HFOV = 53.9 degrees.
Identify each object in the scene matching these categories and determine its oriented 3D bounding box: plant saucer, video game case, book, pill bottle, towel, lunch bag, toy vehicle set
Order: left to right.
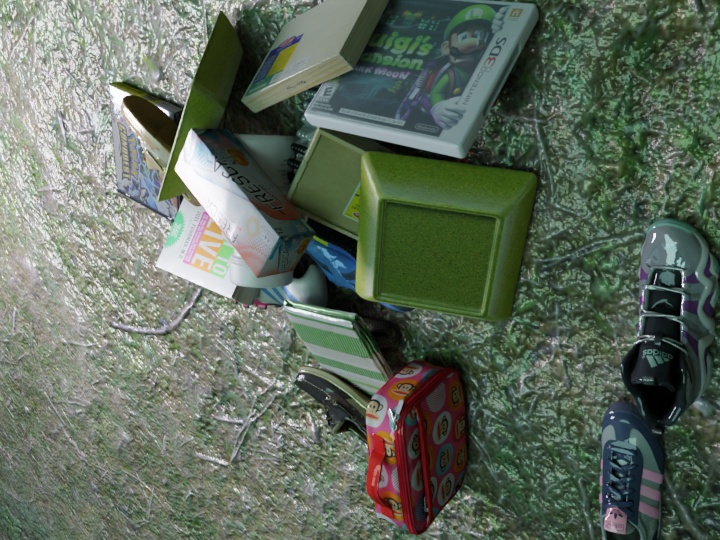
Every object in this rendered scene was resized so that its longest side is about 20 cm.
[{"bbox_3d":[-0.356,-0.197,1.199,0.179,0.025,0.202,26,125,29],"label":"video game case"},{"bbox_3d":[-0.214,-0.219,0.975,0.047,0.202,0.200,18,133,-15],"label":"plant saucer"},{"bbox_3d":[-0.225,-0.039,1.105,0.198,0.048,0.135,18,85,38],"label":"book"},{"bbox_3d":[-0.134,-0.084,0.973,0.113,0.114,0.203,10,103,37],"label":"pill bottle"},{"bbox_3d":[-0.018,0.120,1.005,0.151,0.023,0.201,9,142,41],"label":"towel"},{"bbox_3d":[0.018,-0.088,0.855,0.198,0.027,0.125,25,132,-11],"label":"toy vehicle set"},{"bbox_3d":[0.068,0.236,0.935,0.081,0.176,0.203,9,117,37],"label":"lunch bag"},{"bbox_3d":[0.060,-0.214,0.743,0.198,0.183,0.023,19,161,33],"label":"video game case"},{"bbox_3d":[0.088,-0.025,0.817,0.197,0.048,0.202,9,124,9],"label":"plant saucer"}]

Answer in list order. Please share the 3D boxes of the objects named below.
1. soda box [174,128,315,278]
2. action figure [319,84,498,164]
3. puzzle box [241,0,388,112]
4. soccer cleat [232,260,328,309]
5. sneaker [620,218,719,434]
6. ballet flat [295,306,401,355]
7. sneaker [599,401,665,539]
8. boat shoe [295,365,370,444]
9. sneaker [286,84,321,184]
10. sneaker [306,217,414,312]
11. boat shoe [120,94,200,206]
[{"bbox_3d":[-0.144,-0.086,0.865,0.200,0.063,0.069,49,124,23],"label":"soda box"},{"bbox_3d":[0.055,-0.164,0.790,0.197,0.065,0.100,-3,78,16],"label":"action figure"},{"bbox_3d":[-0.053,-0.263,0.825,0.025,0.134,0.199,38,154,-31],"label":"puzzle box"},{"bbox_3d":[-0.124,0.018,1.084,0.198,0.069,0.088,6,94,39],"label":"soccer cleat"},{"bbox_3d":[0.293,0.062,0.681,0.077,0.139,0.203,-1,110,41],"label":"sneaker"},{"bbox_3d":[-0.030,0.094,1.042,0.198,0.046,0.068,6,116,38],"label":"ballet flat"},{"bbox_3d":[0.304,0.252,0.805,0.070,0.082,0.203,1,111,40],"label":"sneaker"},{"bbox_3d":[-0.022,0.213,1.055,0.199,0.066,0.072,28,155,17],"label":"boat shoe"},{"bbox_3d":[-0.031,-0.196,0.894,0.075,0.080,0.202,45,122,57],"label":"sneaker"},{"bbox_3d":[0.000,0.000,0.966,0.199,0.066,0.079,37,142,22],"label":"sneaker"},{"bbox_3d":[-0.303,-0.180,1.095,0.200,0.074,0.069,47,121,-3],"label":"boat shoe"}]
